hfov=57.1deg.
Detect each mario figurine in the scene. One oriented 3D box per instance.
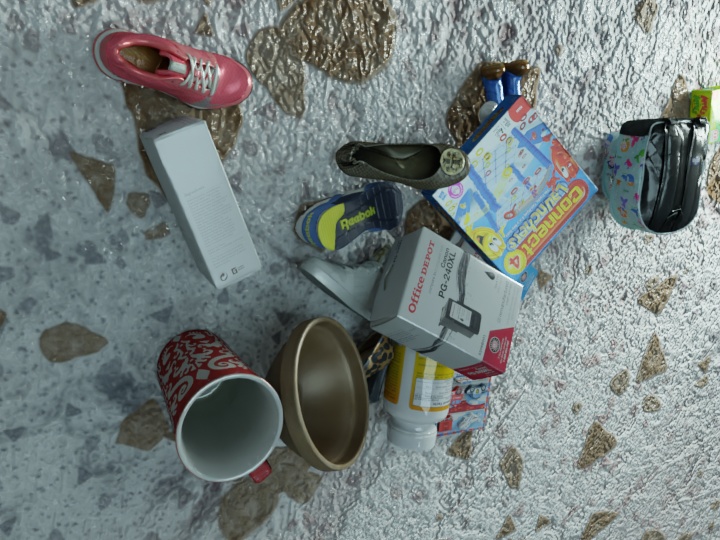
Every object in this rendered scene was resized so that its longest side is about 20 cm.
[{"bbox_3d":[0.251,-0.229,1.053,0.120,0.106,0.205,-8,103,10],"label":"mario figurine"}]

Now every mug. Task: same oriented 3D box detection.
[{"bbox_3d":[-0.196,0.182,0.867,0.130,0.199,0.182,-7,108,-26],"label":"mug"}]

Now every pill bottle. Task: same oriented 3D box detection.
[{"bbox_3d":[0.095,0.178,1.070,0.109,0.110,0.206,4,97,-29],"label":"pill bottle"}]

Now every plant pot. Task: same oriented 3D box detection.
[{"bbox_3d":[-0.071,0.171,0.906,0.200,0.091,0.206,38,46,-54],"label":"plant pot"}]

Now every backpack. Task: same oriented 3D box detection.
[{"bbox_3d":[0.533,-0.170,1.203,0.173,0.150,0.206,-7,100,-24],"label":"backpack"}]

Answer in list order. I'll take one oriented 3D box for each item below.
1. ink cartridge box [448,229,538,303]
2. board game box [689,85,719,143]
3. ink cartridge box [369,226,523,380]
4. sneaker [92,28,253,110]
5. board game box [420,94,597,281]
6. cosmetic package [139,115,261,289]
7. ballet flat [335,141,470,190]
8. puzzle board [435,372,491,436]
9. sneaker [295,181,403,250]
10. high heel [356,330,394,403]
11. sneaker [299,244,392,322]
[{"bbox_3d":[0.195,-0.005,1.109,0.198,0.068,0.118,34,85,-32],"label":"ink cartridge box"},{"bbox_3d":[0.752,-0.325,1.342,0.196,0.047,0.104,-15,110,-25],"label":"board game box"},{"bbox_3d":[0.128,0.051,0.972,0.197,0.083,0.148,28,66,-20],"label":"ink cartridge box"},{"bbox_3d":[-0.219,-0.238,0.802,0.196,0.086,0.076,6,103,-30],"label":"sneaker"},{"bbox_3d":[0.227,-0.122,1.007,0.195,0.056,0.201,43,91,-17],"label":"board game box"},{"bbox_3d":[-0.203,-0.088,0.846,0.073,0.101,0.204,-26,116,-20],"label":"cosmetic package"},{"bbox_3d":[0.059,-0.157,0.943,0.194,0.046,0.069,7,78,8],"label":"ballet flat"},{"bbox_3d":[0.155,0.225,1.182,0.196,0.017,0.155,-2,105,-29],"label":"puzzle board"},{"bbox_3d":[-0.013,-0.085,0.974,0.198,0.081,0.076,-21,106,-44],"label":"sneaker"},{"bbox_3d":[-0.038,0.155,1.004,0.196,0.071,0.146,-10,125,-34],"label":"high heel"},{"bbox_3d":[0.000,0.000,1.005,0.199,0.073,0.117,35,84,-41],"label":"sneaker"}]
